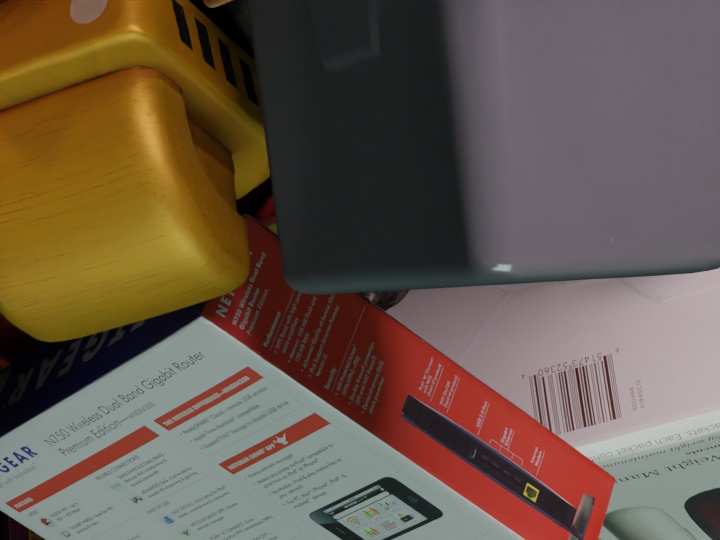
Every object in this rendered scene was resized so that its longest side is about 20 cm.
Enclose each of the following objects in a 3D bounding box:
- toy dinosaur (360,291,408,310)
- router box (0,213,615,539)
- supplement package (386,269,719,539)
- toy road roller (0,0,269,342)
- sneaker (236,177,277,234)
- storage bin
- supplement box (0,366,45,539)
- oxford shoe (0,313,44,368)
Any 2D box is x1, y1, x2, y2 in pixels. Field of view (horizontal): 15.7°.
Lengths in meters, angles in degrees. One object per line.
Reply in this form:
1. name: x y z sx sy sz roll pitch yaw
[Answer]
1. toy dinosaur: 0.000 0.000 0.995 0.088 0.047 0.200 -26 173 -45
2. router box: -0.035 0.078 0.994 0.179 0.049 0.200 36 143 -20
3. supplement package: 0.120 0.044 1.117 0.191 0.147 0.200 -16 151 20
4. toy road roller: -0.099 -0.067 0.848 0.123 0.146 0.200 -17 152 21
5. sneaker: -0.054 -0.015 1.049 0.090 0.078 0.200 -35 160 6
6. storage bin: 0.028 -0.062 0.764 0.145 0.135 0.200 -3 179 -23
7. supplement box: -0.109 0.119 1.158 0.131 0.200 0.103 6 152 -23
8. oxford shoe: -0.109 0.021 1.074 0.071 0.073 0.200 -16 141 38
